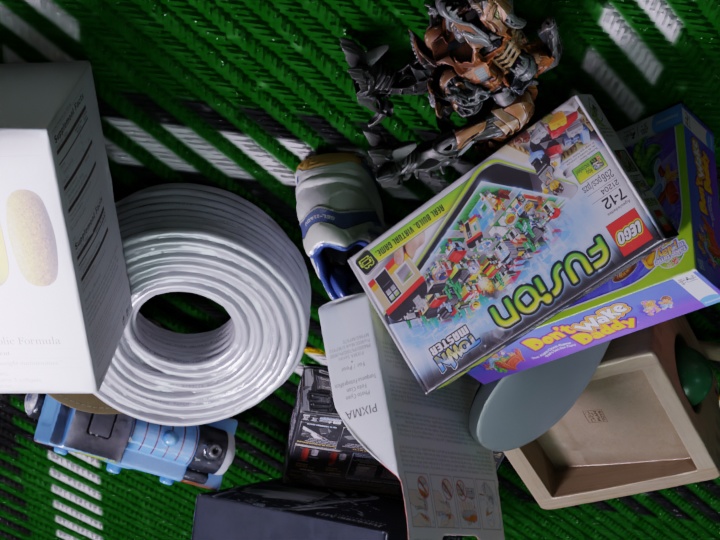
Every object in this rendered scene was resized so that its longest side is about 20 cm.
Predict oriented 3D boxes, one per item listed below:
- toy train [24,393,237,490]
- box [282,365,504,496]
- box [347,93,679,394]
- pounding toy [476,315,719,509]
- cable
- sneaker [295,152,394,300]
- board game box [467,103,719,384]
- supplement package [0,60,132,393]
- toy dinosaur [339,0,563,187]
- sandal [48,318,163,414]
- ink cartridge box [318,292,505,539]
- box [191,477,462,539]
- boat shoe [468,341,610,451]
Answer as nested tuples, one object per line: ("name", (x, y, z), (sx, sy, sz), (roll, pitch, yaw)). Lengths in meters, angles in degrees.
("toy train", (-0.202, 0.144, 1.321), (0.199, 0.087, 0.114), (21, 171, -23))
("box", (0.033, 0.159, 1.378), (0.198, 0.050, 0.158), (7, 147, -5))
("box", (0.097, -0.015, 0.971), (0.200, 0.110, 0.035), (-36, 169, 25))
("pounding toy", (0.219, 0.085, 1.196), (0.199, 0.143, 0.184), (-15, 130, 25))
("cable", (-0.138, 0.030, 1.136), (0.199, 0.069, 0.201), (-20, 127, 13))
("sneaker", (0.000, 0.000, 1.104), (0.075, 0.089, 0.200), (-13, 145, 21))
("board game box", (0.153, -0.015, 1.021), (0.199, 0.135, 0.045), (-24, 139, 35))
("supplement package", (-0.233, -0.029, 0.995), (0.113, 0.110, 0.201), (-1, 121, 7))
("toy dinosaur", (0.067, -0.108, 0.934), (0.135, 0.103, 0.201), (-17, 132, 4))
("sandal", (-0.186, 0.076, 1.262), (0.210, 0.078, 0.070), (1, -169, -22))
("ink cartridge box", (0.042, 0.126, 1.060), (0.047, 0.201, 0.160), (-16, 163, 27))
("box", (-0.030, 0.276, 1.390), (0.199, 0.125, 0.196), (6, -178, 24))
("boat shoe", (0.140, 0.041, 1.088), (0.071, 0.070, 0.201), (28, 99, -30))
